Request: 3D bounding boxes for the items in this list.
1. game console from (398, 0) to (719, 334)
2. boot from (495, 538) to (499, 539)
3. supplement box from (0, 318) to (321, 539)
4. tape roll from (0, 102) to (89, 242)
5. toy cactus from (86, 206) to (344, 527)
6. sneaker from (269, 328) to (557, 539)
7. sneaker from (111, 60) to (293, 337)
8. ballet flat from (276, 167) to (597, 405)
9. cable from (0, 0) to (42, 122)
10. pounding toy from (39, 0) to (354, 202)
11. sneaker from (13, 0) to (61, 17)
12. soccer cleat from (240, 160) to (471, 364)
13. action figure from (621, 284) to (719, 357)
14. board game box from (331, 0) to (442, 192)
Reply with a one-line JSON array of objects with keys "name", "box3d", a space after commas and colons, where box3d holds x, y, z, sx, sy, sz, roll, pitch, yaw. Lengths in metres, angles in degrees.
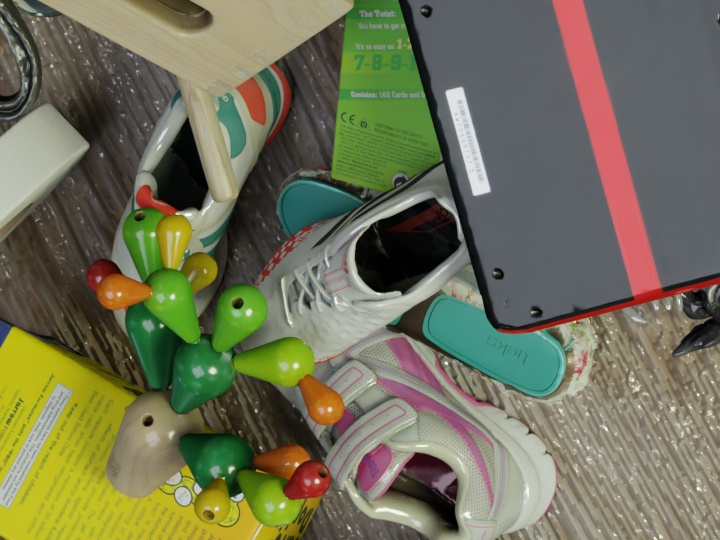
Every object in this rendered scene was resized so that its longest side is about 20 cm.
[{"name": "game console", "box3d": [0.122, -0.082, 1.400, 0.176, 0.031, 0.201, -14, 95, 17]}, {"name": "boot", "box3d": [-0.025, 0.222, 1.635, 0.200, 0.165, 0.066, -25, 87, 31]}, {"name": "supplement box", "box3d": [-0.140, 0.124, 1.662, 0.200, 0.109, 0.110, 29, 89, 13]}, {"name": "tape roll", "box3d": [-0.235, -0.014, 1.623, 0.037, 0.203, 0.203, 46, 122, -2]}, {"name": "toy cactus", "box3d": [-0.096, 0.069, 1.530, 0.200, 0.102, 0.165, 53, 135, 18]}, {"name": "sneaker", "box3d": [0.013, 0.084, 1.603, 0.200, 0.088, 0.081, 36, 121, 10]}, {"name": "sneaker", "box3d": [-0.108, -0.033, 1.615, 0.070, 0.093, 0.200, 33, 120, 11]}, {"name": "ballet flat", "box3d": [0.044, 0.006, 1.573, 0.200, 0.064, 0.076, 35, 119, 13]}, {"name": "cable", "box3d": [-0.209, -0.178, 1.545, 0.097, 0.050, 0.201, 6, 103, -5]}, {"name": "pounding toy", "box3d": [-0.096, -0.173, 1.478, 0.142, 0.200, 0.185, -31, 49, 32]}, {"name": "sneaker", "box3d": [-0.180, -0.238, 1.583, 0.086, 0.078, 0.201, -7, 106, 25]}, {"name": "soccer cleat", "box3d": [0.000, 0.000, 1.506, 0.200, 0.085, 0.069, -30, 92, 33]}, {"name": "action figure", "box3d": [0.179, -0.020, 1.460, 0.119, 0.102, 0.200, -34, 106, 16]}, {"name": "board game box", "box3d": [0.039, -0.130, 1.497, 0.095, 0.030, 0.201, 17, 120, 21]}]
